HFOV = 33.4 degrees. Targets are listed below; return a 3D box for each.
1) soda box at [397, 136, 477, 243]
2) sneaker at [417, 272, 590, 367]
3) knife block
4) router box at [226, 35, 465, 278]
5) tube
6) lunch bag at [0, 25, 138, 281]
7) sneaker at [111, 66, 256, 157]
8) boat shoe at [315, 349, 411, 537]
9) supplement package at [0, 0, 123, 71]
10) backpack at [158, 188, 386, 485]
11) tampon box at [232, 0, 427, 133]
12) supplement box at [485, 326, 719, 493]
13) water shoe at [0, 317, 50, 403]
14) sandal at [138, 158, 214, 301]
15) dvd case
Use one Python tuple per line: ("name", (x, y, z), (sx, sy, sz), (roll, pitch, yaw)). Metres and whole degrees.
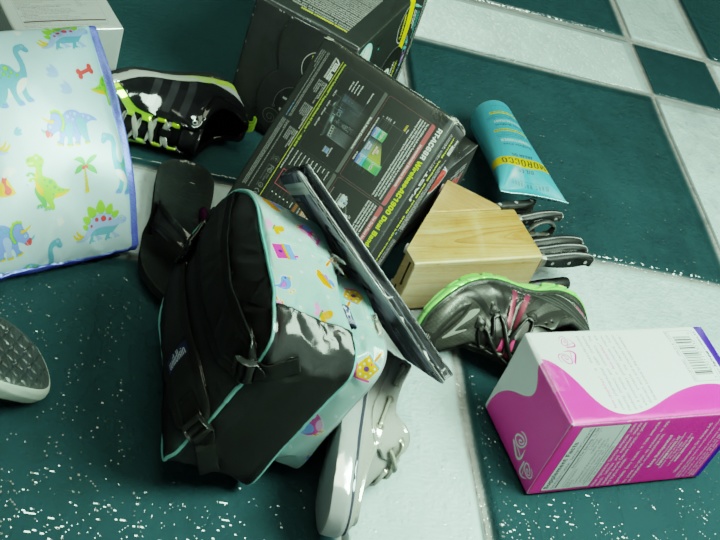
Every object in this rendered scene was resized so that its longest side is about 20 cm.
("soda box", (0.042, -0.083, 1.229), (0.063, 0.071, 0.200), (34, 41, 13))
("sneaker", (0.139, 0.054, 1.123), (0.197, 0.078, 0.084), (-1, 41, -25))
("knife block", (0.137, -0.006, 1.196), (0.174, 0.065, 0.201), (27, 39, 5))
("router box", (-0.018, -0.090, 1.111), (0.149, 0.202, 0.062), (35, 5, 14))
("tube", (0.165, -0.124, 1.317), (0.076, 0.051, 0.201), (5, 30, -12))
("lunch bag", (-0.294, -0.097, 1.045), (0.168, 0.127, 0.203), (-14, 81, -36))
("sneaker", (-0.190, -0.153, 1.194), (0.198, 0.072, 0.083), (-14, 53, -37))
("boat shoe", (0.008, 0.137, 0.978), (0.065, 0.073, 0.201), (17, 33, -4))
("supplement package", (-0.331, -0.256, 1.208), (0.112, 0.110, 0.201), (-9, 50, -32))
("backpack", (-0.079, 0.045, 0.954), (0.152, 0.176, 0.202), (16, 36, -35))
("tampon box", (-0.033, -0.243, 1.307), (0.125, 0.151, 0.200), (29, 40, 9))
("supplement box", (0.228, 0.122, 1.072), (0.197, 0.104, 0.102), (1, 45, -27))
("water shoe", (-0.327, 0.067, 0.891), (0.199, 0.079, 0.072), (24, 34, -43))
("sandal", (-0.165, -0.044, 1.104), (0.074, 0.048, 0.202), (8, 42, -18))
("dvd case", (0.000, 0.000, 0.995), (0.016, 0.149, 0.201), (-35, 98, -5))
